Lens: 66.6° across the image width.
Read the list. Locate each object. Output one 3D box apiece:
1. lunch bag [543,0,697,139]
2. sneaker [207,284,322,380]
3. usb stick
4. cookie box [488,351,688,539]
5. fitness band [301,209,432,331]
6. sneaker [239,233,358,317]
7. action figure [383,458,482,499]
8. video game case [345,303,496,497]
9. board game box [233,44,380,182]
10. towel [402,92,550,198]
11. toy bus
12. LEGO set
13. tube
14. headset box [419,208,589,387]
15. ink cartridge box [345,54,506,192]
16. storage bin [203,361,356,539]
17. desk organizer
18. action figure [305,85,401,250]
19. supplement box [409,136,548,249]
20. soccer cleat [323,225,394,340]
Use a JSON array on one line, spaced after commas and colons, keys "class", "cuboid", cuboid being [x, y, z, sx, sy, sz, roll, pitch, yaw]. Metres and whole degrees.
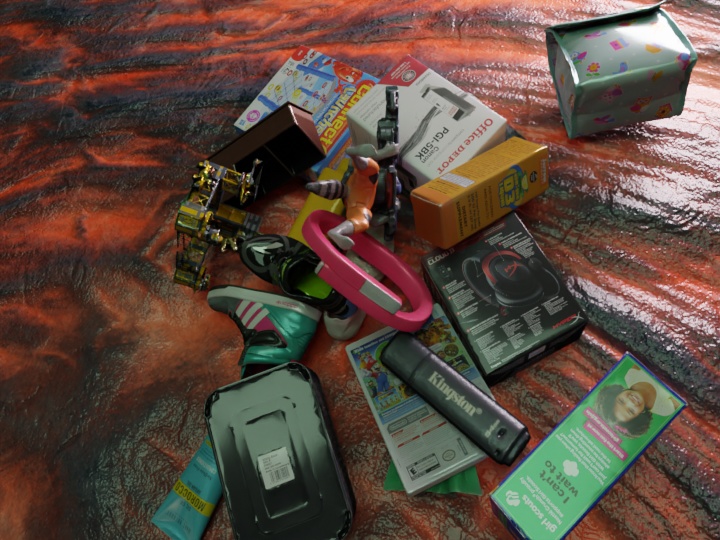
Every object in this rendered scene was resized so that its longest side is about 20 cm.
[{"class": "lunch bag", "cuboid": [0.374, -0.318, 0.819, 0.165, 0.123, 0.204, -8, 56, 12]}, {"class": "sneaker", "cuboid": [-0.153, 0.095, 0.775, 0.196, 0.083, 0.124, 7, 72, 31]}, {"class": "usb stick", "cuboid": [0.105, 0.143, 0.640, 0.055, 0.033, 0.199, -41, 58, -19]}, {"class": "cookie box", "cuboid": [0.230, 0.206, 0.581, 0.199, 0.172, 0.075, -42, 61, -9]}, {"class": "fitness band", "cuboid": [0.008, -0.001, 0.693, 0.198, 0.144, 0.038, 38, 111, -4]}, {"class": "sneaker", "cuboid": [-0.085, -0.004, 0.718, 0.197, 0.083, 0.072, 26, 85, 29]}, {"class": "action figure", "cuboid": [0.095, 0.175, 0.691, 0.115, 0.055, 0.205, -1, 59, 14]}, {"class": "video game case", "cuboid": [0.079, 0.149, 0.673, 0.140, 0.018, 0.202, -23, 54, -5]}, {"class": "board game box", "cuboid": [-0.082, -0.266, 0.936, 0.193, 0.056, 0.202, 30, 75, 24]}, {"class": "towel", "cuboid": [0.160, -0.162, 0.850, 0.199, 0.035, 0.193, -39, 66, -9]}, {"class": "toy bus", "cuboid": [-0.049, -0.080, 0.824, 0.064, 0.078, 0.204, 23, 79, 22]}, {"class": "LEGO set", "cuboid": [-0.192, -0.053, 0.790, 0.113, 0.202, 0.156, 18, 47, -8]}, {"class": "tube", "cuboid": [-0.196, 0.259, 0.729, 0.076, 0.050, 0.203, 23, 76, 27]}, {"class": "headset box", "cuboid": [0.178, 0.027, 0.728, 0.146, 0.075, 0.203, -27, 62, -2]}, {"class": "ink cartridge box", "cuboid": [0.097, -0.203, 0.814, 0.147, 0.083, 0.199, -45, 67, -11]}, {"class": "storage bin", "cuboid": [-0.094, 0.227, 0.660, 0.132, 0.094, 0.205, -19, 76, -2]}, {"class": "desk organizer", "cuboid": [-0.156, -0.171, 0.856, 0.197, 0.071, 0.079, -26, 80, 24]}, {"class": "action figure", "cuboid": [0.001, -0.134, 0.708, 0.101, 0.194, 0.206, 3, 103, 8]}, {"class": "supplement box", "cuboid": [0.161, -0.106, 0.725, 0.197, 0.068, 0.068, -31, 35, -24]}, {"class": "soccer cleat", "cuboid": [0.000, 0.000, 0.781, 0.068, 0.078, 0.204, 13, 69, 18]}]
